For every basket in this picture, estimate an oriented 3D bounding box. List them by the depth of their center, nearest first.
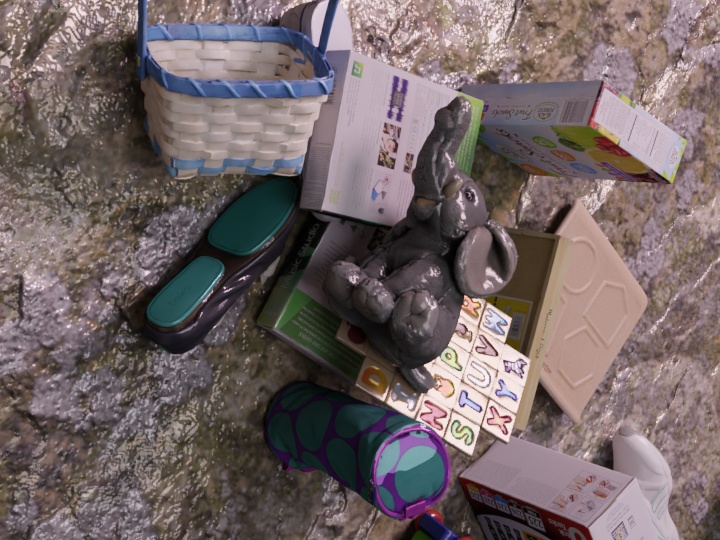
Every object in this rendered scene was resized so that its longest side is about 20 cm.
[{"bbox_3d":[-0.108,-0.183,0.997,0.175,0.139,0.202,-1,125,-26],"label":"basket"}]

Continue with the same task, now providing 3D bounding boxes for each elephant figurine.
[{"bbox_3d":[0.071,-0.022,1.070,0.141,0.155,0.200,37,73,6],"label":"elephant figurine"}]

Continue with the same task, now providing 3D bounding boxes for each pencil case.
[{"bbox_3d":[-0.008,0.164,1.103,0.084,0.199,0.094,-2,99,-33],"label":"pencil case"}]

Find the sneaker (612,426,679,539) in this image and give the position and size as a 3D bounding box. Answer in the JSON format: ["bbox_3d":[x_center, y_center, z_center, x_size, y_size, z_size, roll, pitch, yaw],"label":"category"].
[{"bbox_3d":[0.340,0.289,1.472,0.080,0.070,0.202,-27,113,-28],"label":"sneaker"}]

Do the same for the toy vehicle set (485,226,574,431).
[{"bbox_3d":[0.142,0.055,1.248,0.026,0.124,0.202,19,86,-45],"label":"toy vehicle set"}]

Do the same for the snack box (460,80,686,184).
[{"bbox_3d":[0.210,-0.141,1.225,0.142,0.199,0.053,27,80,-37],"label":"snack box"}]

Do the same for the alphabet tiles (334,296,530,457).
[{"bbox_3d":[0.073,0.076,1.141,0.199,0.006,0.167,32,53,-12],"label":"alphabet tiles"}]

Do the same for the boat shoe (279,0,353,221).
[{"bbox_3d":[-0.045,-0.147,1.111,0.071,0.069,0.202,-15,103,-43],"label":"boat shoe"}]

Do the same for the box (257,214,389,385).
[{"bbox_3d":[0.000,0.000,1.181,0.144,0.036,0.201,37,73,-35],"label":"box"}]

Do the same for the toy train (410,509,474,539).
[{"bbox_3d":[0.110,0.359,1.303,0.116,0.084,0.200,-51,124,-8],"label":"toy train"}]

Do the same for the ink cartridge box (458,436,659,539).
[{"bbox_3d":[0.227,0.290,1.301,0.084,0.199,0.177,-38,116,-26],"label":"ink cartridge box"}]

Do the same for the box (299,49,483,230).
[{"bbox_3d":[0.033,-0.111,1.121,0.199,0.036,0.146,11,89,-45],"label":"box"}]

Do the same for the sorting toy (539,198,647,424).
[{"bbox_3d":[0.246,0.048,1.389,0.185,0.036,0.201,48,64,-32],"label":"sorting toy"}]

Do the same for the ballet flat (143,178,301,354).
[{"bbox_3d":[-0.121,0.000,1.085,0.200,0.073,0.073,-50,123,-28],"label":"ballet flat"}]
